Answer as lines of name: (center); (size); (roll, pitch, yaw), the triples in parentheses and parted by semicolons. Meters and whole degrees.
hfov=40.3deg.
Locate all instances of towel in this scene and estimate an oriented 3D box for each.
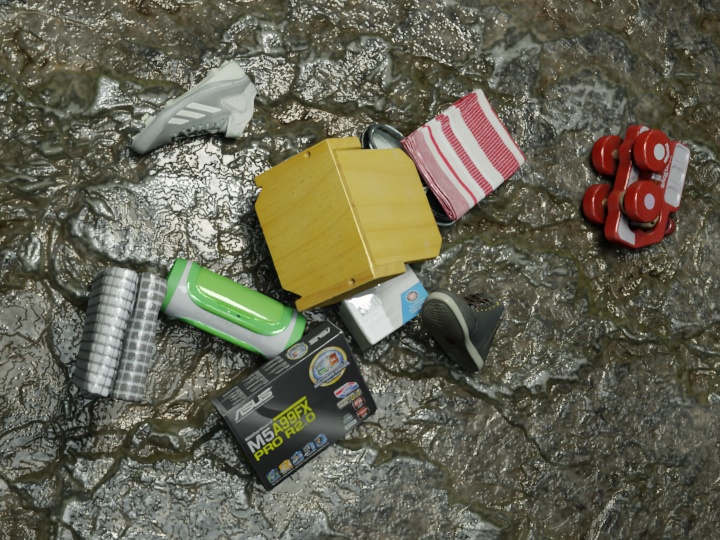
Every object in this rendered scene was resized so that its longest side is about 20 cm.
towel: (0.163, -0.181, 1.494); (0.200, 0.023, 0.144); (-38, 97, -36)
towel: (-0.311, 0.087, 1.270); (0.085, 0.200, 0.166); (13, 80, -19)

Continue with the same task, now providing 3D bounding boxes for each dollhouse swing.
dollhouse swing: (-0.014, -0.067, 1.389); (0.181, 0.176, 0.201); (-24, 81, 25)

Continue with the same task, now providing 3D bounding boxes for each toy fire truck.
toy fire truck: (0.459, -0.129, 1.573); (0.168, 0.112, 0.201); (19, 80, -33)

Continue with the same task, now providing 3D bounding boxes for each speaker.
speaker: (-0.180, 0.057, 1.369); (0.200, 0.088, 0.089); (26, 78, -12)

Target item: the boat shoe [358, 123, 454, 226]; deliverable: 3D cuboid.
boat shoe: (0.078, -0.142, 1.478); (0.200, 0.060, 0.076); (37, 76, -10)

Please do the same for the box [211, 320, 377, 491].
box: (-0.087, 0.189, 1.366); (0.200, 0.044, 0.161); (-34, 126, -17)

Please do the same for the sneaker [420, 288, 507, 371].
sneaker: (0.152, 0.057, 1.437); (0.075, 0.200, 0.106); (18, 67, 29)

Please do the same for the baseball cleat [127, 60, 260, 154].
baseball cleat: (-0.226, -0.212, 1.392); (0.200, 0.070, 0.107); (-43, 97, -15)

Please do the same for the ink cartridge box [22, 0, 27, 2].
ink cartridge box: (-0.435, -0.483, 1.317); (0.086, 0.146, 0.200); (30, 78, -13)

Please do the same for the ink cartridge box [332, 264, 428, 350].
ink cartridge box: (0.000, 0.000, 1.432); (0.115, 0.068, 0.200); (-32, 88, -17)
